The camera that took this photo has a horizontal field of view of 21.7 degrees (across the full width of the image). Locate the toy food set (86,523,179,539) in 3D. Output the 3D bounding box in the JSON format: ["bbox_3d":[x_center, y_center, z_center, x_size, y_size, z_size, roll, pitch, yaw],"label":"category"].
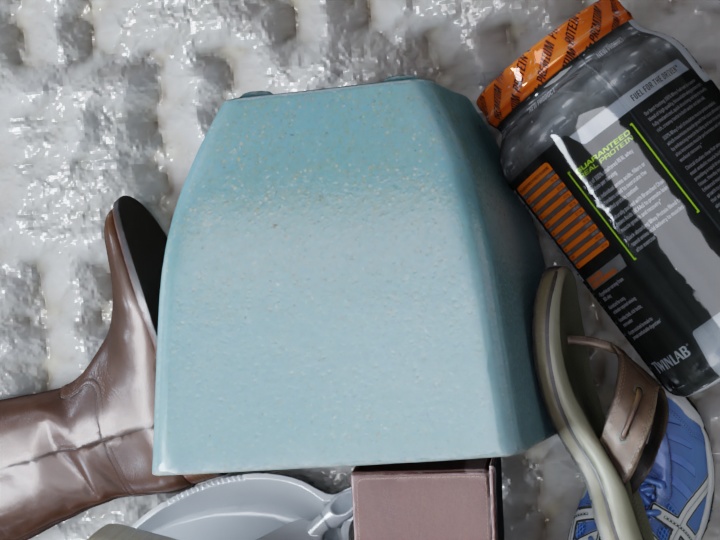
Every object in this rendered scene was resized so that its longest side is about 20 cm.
[{"bbox_3d":[-0.096,0.254,1.069,0.143,0.060,0.200,10,105,32],"label":"toy food set"}]

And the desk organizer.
[{"bbox_3d":[0.041,0.198,1.026,0.077,0.072,0.200,-2,96,7],"label":"desk organizer"}]

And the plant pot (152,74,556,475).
[{"bbox_3d":[0.000,0.000,1.035,0.196,0.196,0.200,-5,89,15],"label":"plant pot"}]

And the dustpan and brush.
[{"bbox_3d":[-0.035,0.160,1.116,0.200,0.057,0.140,-29,62,-10],"label":"dustpan and brush"}]

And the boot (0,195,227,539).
[{"bbox_3d":[-0.193,0.069,1.159,0.200,0.064,0.186,-18,84,22],"label":"boot"}]

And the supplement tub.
[{"bbox_3d":[0.160,-0.042,1.020,0.123,0.123,0.200,-37,86,15],"label":"supplement tub"}]

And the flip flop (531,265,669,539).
[{"bbox_3d":[0.142,0.091,1.008,0.058,0.081,0.200,-22,77,16],"label":"flip flop"}]

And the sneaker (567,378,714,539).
[{"bbox_3d":[0.154,0.161,1.066,0.076,0.077,0.200,10,96,15],"label":"sneaker"}]
